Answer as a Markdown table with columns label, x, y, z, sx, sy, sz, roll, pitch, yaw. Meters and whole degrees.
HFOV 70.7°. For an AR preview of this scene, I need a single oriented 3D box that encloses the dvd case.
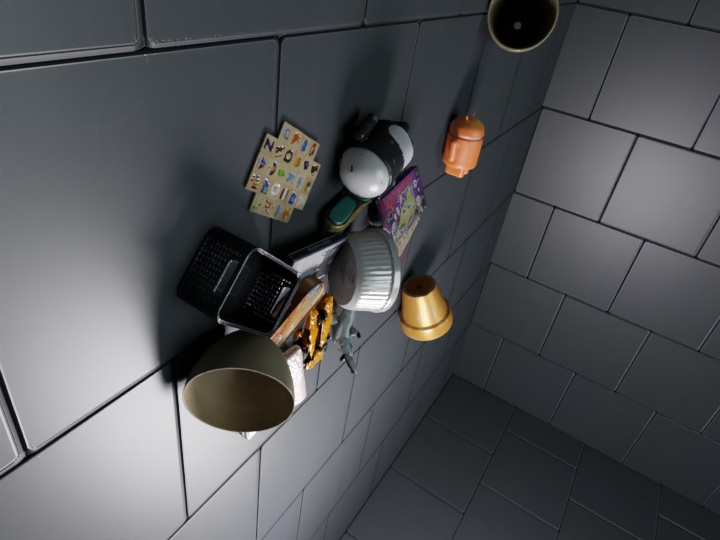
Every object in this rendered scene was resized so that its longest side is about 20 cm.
| label | x | y | z | sx | sy | sz | roll | pitch | yaw |
| --- | --- | --- | --- | --- | --- | --- | --- | --- | --- |
| dvd case | -0.116 | 0.000 | 1.098 | 0.200 | 0.025 | 0.151 | -28 | 156 | -54 |

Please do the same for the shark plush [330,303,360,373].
| label | x | y | z | sx | sy | sz | roll | pitch | yaw |
| --- | --- | --- | --- | --- | --- | --- | --- | --- | --- |
| shark plush | -0.038 | 0.168 | 1.340 | 0.091 | 0.082 | 0.202 | 29 | 53 | -61 |

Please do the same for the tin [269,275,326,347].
| label | x | y | z | sx | sy | sz | roll | pitch | yaw |
| --- | --- | --- | --- | --- | --- | --- | --- | --- | --- |
| tin | -0.152 | 0.096 | 1.105 | 0.200 | 0.042 | 0.112 | -50 | 162 | -6 |

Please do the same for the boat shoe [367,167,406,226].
| label | x | y | z | sx | sy | sz | roll | pitch | yaw |
| --- | --- | --- | --- | --- | --- | --- | --- | --- | --- |
| boat shoe | 0.061 | -0.212 | 1.273 | 0.201 | 0.073 | 0.068 | -65 | 151 | -7 |

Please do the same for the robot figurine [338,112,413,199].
| label | x | y | z | sx | sy | sz | roll | pitch | yaw |
| --- | --- | --- | --- | --- | --- | --- | --- | --- | --- |
| robot figurine | 0.036 | -0.249 | 1.115 | 0.200 | 0.150 | 0.125 | -52 | -169 | -30 |

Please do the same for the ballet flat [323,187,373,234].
| label | x | y | z | sx | sy | sz | roll | pitch | yaw |
| --- | --- | --- | --- | --- | --- | --- | --- | --- | --- |
| ballet flat | -0.021 | -0.154 | 1.172 | 0.200 | 0.070 | 0.071 | -50 | 154 | -33 |

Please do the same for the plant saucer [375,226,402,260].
| label | x | y | z | sx | sy | sz | roll | pitch | yaw |
| --- | --- | --- | --- | --- | --- | --- | --- | --- | --- |
| plant saucer | 0.092 | -0.112 | 1.426 | 0.200 | 0.036 | 0.202 | 33 | 67 | -67 |

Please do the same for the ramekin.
| label | x | y | z | sx | sy | sz | roll | pitch | yaw |
| --- | --- | --- | --- | --- | --- | --- | --- | --- | --- |
| ramekin | 0.000 | 0.000 | 1.200 | 0.104 | 0.200 | 0.202 | -1 | 120 | -28 |

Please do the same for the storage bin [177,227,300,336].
| label | x | y | z | sx | sy | sz | roll | pitch | yaw |
| --- | --- | --- | --- | --- | --- | --- | --- | --- | --- |
| storage bin | -0.205 | 0.026 | 0.894 | 0.136 | 0.093 | 0.200 | -62 | 157 | -5 |

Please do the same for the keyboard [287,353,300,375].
| label | x | y | z | sx | sy | sz | roll | pitch | yaw |
| --- | --- | --- | --- | --- | --- | --- | --- | --- | --- |
| keyboard | -0.214 | 0.260 | 1.108 | 0.199 | 0.011 | 0.057 | -38 | 143 | -26 |

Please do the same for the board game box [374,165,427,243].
| label | x | y | z | sx | sy | sz | roll | pitch | yaw |
| --- | --- | --- | --- | --- | --- | --- | --- | --- | --- |
| board game box | 0.105 | -0.165 | 1.257 | 0.200 | 0.032 | 0.121 | -48 | 125 | -44 |

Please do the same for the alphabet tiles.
| label | x | y | z | sx | sy | sz | roll | pitch | yaw |
| --- | --- | --- | --- | --- | --- | --- | --- | --- | --- |
| alphabet tiles | -0.139 | -0.177 | 0.945 | 0.168 | 0.006 | 0.200 | -68 | 158 | 5 |

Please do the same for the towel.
| label | x | y | z | sx | sy | sz | roll | pitch | yaw |
| --- | --- | --- | --- | --- | --- | --- | --- | --- | --- |
| towel | -0.207 | 0.288 | 1.185 | 0.190 | 0.032 | 0.201 | -33 | 144 | -30 |

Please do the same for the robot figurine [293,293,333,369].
| label | x | y | z | sx | sy | sz | roll | pitch | yaw |
| --- | --- | --- | --- | --- | --- | --- | --- | --- | --- |
| robot figurine | -0.121 | 0.158 | 1.266 | 0.145 | 0.058 | 0.202 | -33 | 141 | -52 |

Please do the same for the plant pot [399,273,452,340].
| label | x | y | z | sx | sy | sz | roll | pitch | yaw |
| --- | --- | --- | --- | --- | --- | --- | --- | --- | --- |
| plant pot | 0.231 | 0.122 | 1.872 | 0.200 | 0.199 | 0.184 | -49 | 138 | -34 |

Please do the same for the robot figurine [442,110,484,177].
| label | x | y | z | sx | sy | sz | roll | pitch | yaw |
| --- | --- | --- | --- | --- | --- | --- | --- | --- | --- |
| robot figurine | 0.328 | -0.403 | 1.618 | 0.142 | 0.117 | 0.202 | -5 | 127 | -19 |

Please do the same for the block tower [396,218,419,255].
| label | x | y | z | sx | sy | sz | roll | pitch | yaw |
| --- | --- | --- | --- | --- | --- | --- | --- | --- | --- |
| block tower | 0.095 | -0.098 | 1.321 | 0.201 | 0.054 | 0.058 | -61 | 144 | -33 |

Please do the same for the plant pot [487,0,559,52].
| label | x | y | z | sx | sy | sz | roll | pitch | yaw |
| --- | --- | --- | --- | --- | --- | --- | --- | --- | --- |
| plant pot | 0.482 | -0.758 | 1.534 | 0.174 | 0.198 | 0.202 | -50 | 159 | -71 |

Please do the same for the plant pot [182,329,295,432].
| label | x | y | z | sx | sy | sz | roll | pitch | yaw |
| --- | --- | --- | --- | --- | --- | --- | --- | --- | --- |
| plant pot | -0.217 | 0.190 | 0.953 | 0.135 | 0.198 | 0.202 | -91 | -177 | -47 |
